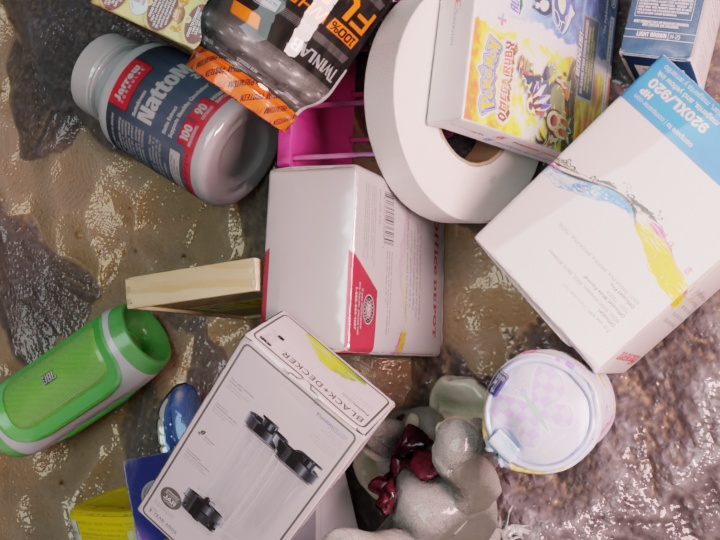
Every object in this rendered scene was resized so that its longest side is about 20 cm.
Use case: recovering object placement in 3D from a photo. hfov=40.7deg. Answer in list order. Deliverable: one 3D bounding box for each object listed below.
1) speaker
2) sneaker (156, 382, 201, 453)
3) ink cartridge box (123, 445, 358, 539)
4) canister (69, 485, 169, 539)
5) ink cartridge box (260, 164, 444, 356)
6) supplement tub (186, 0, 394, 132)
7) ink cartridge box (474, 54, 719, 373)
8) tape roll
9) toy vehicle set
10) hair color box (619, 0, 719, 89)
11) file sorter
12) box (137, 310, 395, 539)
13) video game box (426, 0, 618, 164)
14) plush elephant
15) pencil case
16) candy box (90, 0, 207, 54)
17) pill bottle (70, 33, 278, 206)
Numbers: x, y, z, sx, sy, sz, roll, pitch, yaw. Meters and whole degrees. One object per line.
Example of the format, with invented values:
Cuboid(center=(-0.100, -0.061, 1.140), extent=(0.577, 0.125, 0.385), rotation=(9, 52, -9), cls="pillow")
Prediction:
Cuboid(center=(-0.296, 0.115, 1.006), extent=(0.200, 0.088, 0.088), rotation=(-33, 72, 16), cls="speaker")
Cuboid(center=(-0.126, 0.196, 0.938), extent=(0.089, 0.079, 0.200), rotation=(-30, 81, 9), cls="sneaker")
Cuboid(center=(-0.091, 0.241, 0.851), extent=(0.041, 0.200, 0.200), rotation=(-30, 70, 52), cls="ink cartridge box")
Cuboid(center=(-0.188, 0.305, 0.897), extent=(0.148, 0.087, 0.200), rotation=(-11, 94, 44), cls="canister")
Cuboid(center=(0.000, 0.000, 0.833), extent=(0.086, 0.200, 0.148), rotation=(0, 83, 23), cls="ink cartridge box")
Cuboid(center=(-0.044, -0.219, 0.771), extent=(0.122, 0.123, 0.200), rotation=(36, 95, 22), cls="supplement tub")
Cuboid(center=(0.222, -0.034, 0.773), extent=(0.200, 0.147, 0.145), rotation=(-45, 70, 11), cls="ink cartridge box")
Cuboid(center=(0.085, -0.139, 0.818), extent=(0.037, 0.203, 0.203), rotation=(3, 84, 45), cls="tape roll")
Cuboid(center=(-0.102, 0.020, 0.874), extent=(0.124, 0.200, 0.027), rotation=(-8, 82, 21), cls="toy vehicle set")
Cuboid(center=(0.273, -0.257, 0.805), extent=(0.060, 0.100, 0.200), rotation=(14, 89, 25), cls="hair color box")
Cuboid(center=(0.014, -0.181, 0.884), extent=(0.125, 0.139, 0.200), rotation=(0, 83, 21), cls="file sorter")
Cuboid(center=(-0.075, 0.144, 0.744), extent=(0.117, 0.060, 0.200), rotation=(38, 118, 11), cls="box")
Cuboid(center=(0.143, -0.199, 0.809), extent=(0.047, 0.182, 0.200), rotation=(1, 84, 52), cls="video game box")
Cuboid(center=(0.047, 0.167, 0.826), extent=(0.165, 0.200, 0.155), rotation=(-50, 46, 10), cls="plush elephant")
Cuboid(center=(0.152, 0.109, 0.757), extent=(0.083, 0.200, 0.091), rotation=(32, 96, 18), cls="pencil case")
Cuboid(center=(-0.146, -0.233, 0.947), extent=(0.200, 0.115, 0.055), rotation=(27, 96, 10), cls="candy box")
Cuboid(center=(-0.191, -0.159, 0.976), extent=(0.200, 0.120, 0.120), rotation=(30, 95, 23), cls="pill bottle")
